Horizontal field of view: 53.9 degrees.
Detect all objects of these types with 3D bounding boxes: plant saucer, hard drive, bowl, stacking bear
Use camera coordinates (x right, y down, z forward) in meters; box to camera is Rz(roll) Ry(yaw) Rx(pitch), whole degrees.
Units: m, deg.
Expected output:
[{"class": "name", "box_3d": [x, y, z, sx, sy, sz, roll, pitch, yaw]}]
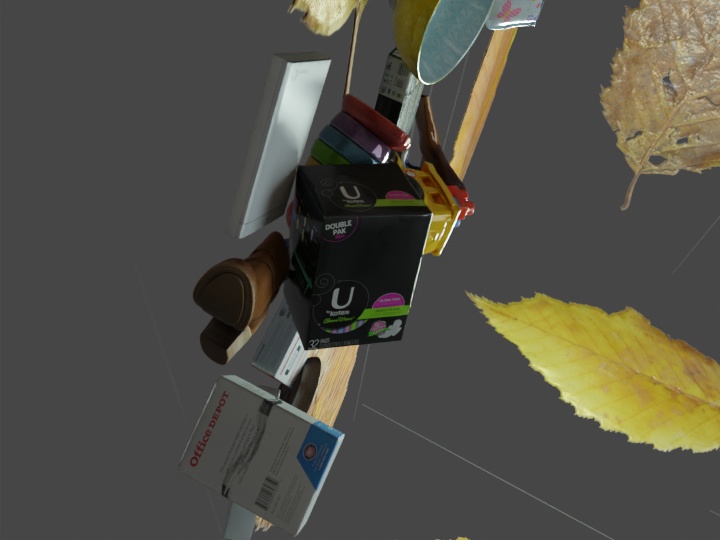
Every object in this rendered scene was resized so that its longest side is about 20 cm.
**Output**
[{"class": "plant saucer", "box_3d": [-0.135, 0.251, 1.340, 0.202, 0.032, 0.202, -56, -163, 26]}, {"class": "hard drive", "box_3d": [-0.094, -0.148, 0.820, 0.132, 0.026, 0.204, -44, 156, -65]}, {"class": "bowl", "box_3d": [0.104, -0.388, 1.029, 0.200, 0.107, 0.202, -47, 162, -20]}, {"class": "stacking bear", "box_3d": [-0.030, -0.127, 0.980, 0.202, 0.112, 0.121, -56, 179, 6]}]

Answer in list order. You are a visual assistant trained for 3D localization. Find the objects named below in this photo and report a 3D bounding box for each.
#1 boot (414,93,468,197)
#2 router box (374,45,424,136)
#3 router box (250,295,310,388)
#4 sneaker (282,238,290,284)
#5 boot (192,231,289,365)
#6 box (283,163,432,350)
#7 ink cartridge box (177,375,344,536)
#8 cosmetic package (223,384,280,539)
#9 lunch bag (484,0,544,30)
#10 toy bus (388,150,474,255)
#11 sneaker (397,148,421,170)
[{"class": "boot", "box_3d": [0.153, -0.243, 1.390, 0.189, 0.066, 0.205, -108, -174, -67]}, {"class": "router box", "box_3d": [0.069, -0.301, 1.246, 0.150, 0.050, 0.203, -57, 166, -51]}, {"class": "router box", "box_3d": [-0.109, 0.097, 1.240, 0.180, 0.048, 0.204, 77, 38, -74]}, {"class": "sneaker", "box_3d": [-0.058, -0.006, 1.085, 0.082, 0.113, 0.199, -68, 170, 22]}, {"class": "boot", "box_3d": [-0.128, 0.010, 0.856, 0.157, 0.075, 0.202, -57, 169, -36]}, {"class": "box", "box_3d": [-0.011, -0.019, 0.914, 0.125, 0.144, 0.204, -120, -147, -48]}, {"class": "ink cartridge box", "box_3d": [-0.141, 0.262, 1.027, 0.148, 0.196, 0.084, -64, 172, -3]}, {"class": "cosmetic package", "box_3d": [-0.182, 0.321, 1.191, 0.202, 0.050, 0.154, -89, -169, -55]}, {"class": "lunch bag", "box_3d": [0.205, -0.481, 1.096, 0.171, 0.195, 0.129, 103, 7, -54]}, {"class": "toy bus", "box_3d": [0.085, -0.121, 1.169, 0.187, 0.203, 0.138, -7, 141, -26]}, {"class": "sneaker", "box_3d": [0.105, -0.151, 1.372, 0.087, 0.201, 0.076, -30, -155, 14]}]
